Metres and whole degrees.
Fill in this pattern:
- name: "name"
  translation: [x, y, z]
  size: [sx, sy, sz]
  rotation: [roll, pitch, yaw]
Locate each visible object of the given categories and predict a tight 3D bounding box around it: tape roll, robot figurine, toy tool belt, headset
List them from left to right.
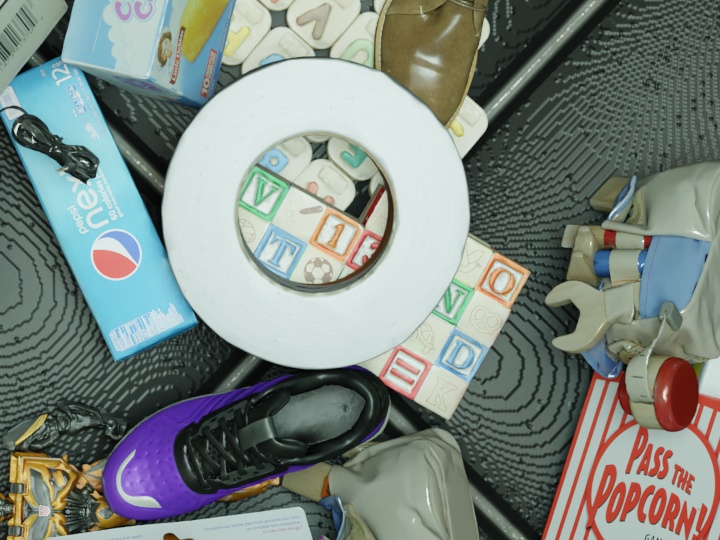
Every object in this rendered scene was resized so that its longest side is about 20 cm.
- name: "headset"
  translation: [-0.258, -0.032, 1.618]
  size: [0.094, 0.124, 0.200]
  rotation: [29, 127, -26]
- name: "robot figurine"
  translation: [-0.154, 0.161, 1.674]
  size: [0.198, 0.058, 0.146]
  rotation: [2, 86, -6]
- name: "tape roll"
  translation: [-0.030, -0.038, 1.620]
  size: [0.199, 0.066, 0.202]
  rotation: [0, 96, -2]
- name: "toy tool belt"
  translation: [0.019, 0.211, 1.675]
  size: [0.122, 0.125, 0.201]
  rotation: [-11, 90, 20]
- name: "toy tool belt"
  translation: [0.185, 0.018, 1.661]
  size: [0.125, 0.122, 0.201]
  rotation: [53, 50, -42]

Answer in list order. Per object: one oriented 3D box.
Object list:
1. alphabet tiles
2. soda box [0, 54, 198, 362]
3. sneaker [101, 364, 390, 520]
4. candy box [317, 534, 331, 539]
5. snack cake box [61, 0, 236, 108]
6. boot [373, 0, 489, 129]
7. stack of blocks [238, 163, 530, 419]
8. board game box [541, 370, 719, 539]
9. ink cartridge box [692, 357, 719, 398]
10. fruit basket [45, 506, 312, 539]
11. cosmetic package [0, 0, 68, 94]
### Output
- name: "alphabet tiles"
  translation: [-0.012, -0.133, 1.720]
  size: [0.200, 0.015, 0.196]
  rotation: [42, 85, -4]
- name: "soda box"
  translation: [-0.178, -0.042, 1.672]
  size: [0.064, 0.068, 0.201]
  rotation: [-24, 91, -4]
- name: "sneaker"
  translation: [-0.074, 0.106, 1.606]
  size: [0.199, 0.100, 0.070]
  rotation: [-21, 89, -5]
- name: "candy box"
  translation: [0.017, 0.279, 1.564]
  size: [0.200, 0.061, 0.137]
  rotation: [38, 90, -19]
- name: "snack cake box"
  translation: [-0.125, -0.218, 1.653]
  size: [0.067, 0.115, 0.201]
  rotation: [13, 88, 17]
- name: "boot"
  translation: [0.059, -0.185, 1.690]
  size: [0.073, 0.075, 0.201]
  rotation: [16, 83, -12]
- name: "stack of blocks"
  translation: [0.000, 0.000, 1.687]
  size: [0.199, 0.059, 0.116]
  rotation: [29, 94, -5]
- name: "board game box"
  translation: [0.199, 0.178, 1.673]
  size: [0.046, 0.151, 0.201]
  rotation: [22, 84, -49]
- name: "ink cartridge box"
  translation: [0.314, 0.133, 1.734]
  size: [0.196, 0.047, 0.201]
  rotation: [18, 89, -6]
- name: "fruit basket"
  translation: [-0.094, 0.248, 1.631]
  size: [0.184, 0.094, 0.201]
  rotation: [-9, 106, 19]
- name: "cosmetic package"
  translation: [-0.303, -0.201, 1.622]
  size: [0.199, 0.087, 0.104]
  rotation: [34, 82, 16]
